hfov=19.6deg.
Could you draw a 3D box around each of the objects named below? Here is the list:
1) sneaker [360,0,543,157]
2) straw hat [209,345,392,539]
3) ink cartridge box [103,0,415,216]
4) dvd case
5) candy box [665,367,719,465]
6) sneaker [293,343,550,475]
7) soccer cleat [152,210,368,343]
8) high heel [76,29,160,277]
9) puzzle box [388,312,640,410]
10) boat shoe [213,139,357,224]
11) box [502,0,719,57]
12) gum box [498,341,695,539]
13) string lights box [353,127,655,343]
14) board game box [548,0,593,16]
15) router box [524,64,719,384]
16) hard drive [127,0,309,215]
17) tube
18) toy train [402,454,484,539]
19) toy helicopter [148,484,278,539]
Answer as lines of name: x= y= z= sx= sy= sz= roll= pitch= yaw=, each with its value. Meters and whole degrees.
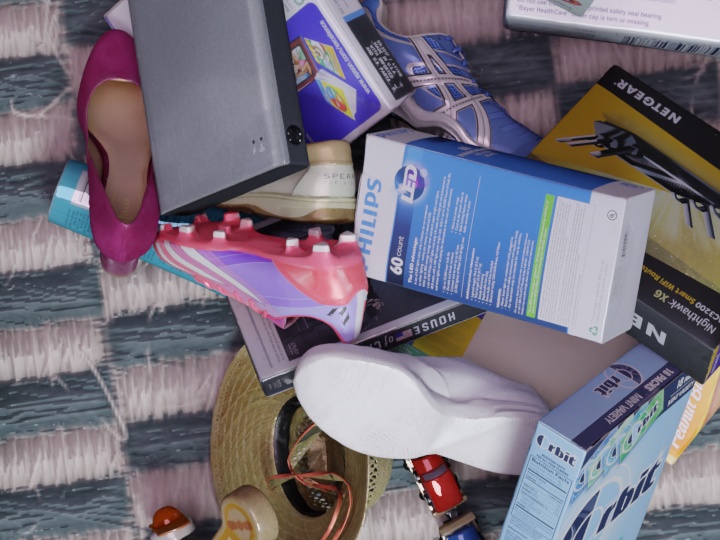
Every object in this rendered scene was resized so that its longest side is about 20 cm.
sneaker: x=0.064 y=-0.135 z=1.570 sx=0.200 sy=0.076 sz=0.077 roll=30 pitch=92 yaw=3
straw hat: x=-0.024 y=0.140 z=1.572 sx=0.085 sy=0.201 sz=0.202 roll=3 pitch=92 yaw=-39
ink cartridge box: x=-0.078 y=-0.164 z=1.562 sx=0.200 sy=0.043 sz=0.198 roll=-33 pitch=90 yaw=43
dvd case: x=0.000 y=0.000 z=1.538 sx=0.199 sy=0.025 sz=0.151 roll=-21 pitch=48 yaw=-4
candy box: x=0.251 y=0.033 z=1.576 sx=0.115 sy=0.055 sz=0.200 roll=39 pitch=93 yaw=4
sneaker: x=0.042 y=0.087 z=1.484 sx=0.199 sy=0.089 sz=0.075 roll=18 pitch=119 yaw=-18
soccer cleat: x=-0.076 y=0.004 z=1.499 sx=0.200 sy=0.067 sz=0.077 roll=8 pitch=108 yaw=40
high heel: x=-0.173 y=-0.100 z=1.541 sx=0.067 sy=0.096 sz=0.201 roll=-3 pitch=71 yaw=-13
puzzle box: x=0.110 y=0.047 z=1.563 sx=0.200 sy=0.025 sz=0.133 roll=29 pitch=93 yaw=24
boat shoe: x=-0.074 y=-0.076 z=1.535 sx=0.200 sy=0.074 sz=0.067 roll=11 pitch=97 yaw=42
box: x=0.207 y=-0.270 z=1.548 sx=0.183 sy=0.105 sz=0.201 roll=8 pitch=92 yaw=3
gum box: x=0.161 y=0.160 z=1.488 sx=0.044 sy=0.170 sz=0.200 roll=32 pitch=128 yaw=24
string lights box: x=0.095 y=-0.027 z=1.445 sx=0.199 sy=0.059 sz=0.103 roll=16 pitch=107 yaw=26
board game box: x=0.174 y=-0.282 z=1.425 sx=0.064 sy=0.148 sz=0.200 roll=28 pitch=93 yaw=1
router box: x=0.213 y=-0.036 z=1.498 sx=0.200 sy=0.052 sz=0.157 roll=35 pitch=64 yaw=19
hard drive: x=-0.106 y=-0.153 z=1.491 sx=0.139 sy=0.033 sz=0.201 roll=-19 pitch=76 yaw=44
tube: x=-0.139 y=-0.028 z=1.599 sx=0.199 sy=0.050 sz=0.078 roll=21 pitch=102 yaw=-2
toy train: x=0.058 y=0.159 z=1.572 sx=0.034 sy=0.046 sz=0.200 roll=-28 pitch=104 yaw=-10
toy helicopter: x=-0.109 y=0.213 z=1.546 sx=0.079 sy=0.200 sz=0.132 roll=-23 pitch=66 yaw=-35
